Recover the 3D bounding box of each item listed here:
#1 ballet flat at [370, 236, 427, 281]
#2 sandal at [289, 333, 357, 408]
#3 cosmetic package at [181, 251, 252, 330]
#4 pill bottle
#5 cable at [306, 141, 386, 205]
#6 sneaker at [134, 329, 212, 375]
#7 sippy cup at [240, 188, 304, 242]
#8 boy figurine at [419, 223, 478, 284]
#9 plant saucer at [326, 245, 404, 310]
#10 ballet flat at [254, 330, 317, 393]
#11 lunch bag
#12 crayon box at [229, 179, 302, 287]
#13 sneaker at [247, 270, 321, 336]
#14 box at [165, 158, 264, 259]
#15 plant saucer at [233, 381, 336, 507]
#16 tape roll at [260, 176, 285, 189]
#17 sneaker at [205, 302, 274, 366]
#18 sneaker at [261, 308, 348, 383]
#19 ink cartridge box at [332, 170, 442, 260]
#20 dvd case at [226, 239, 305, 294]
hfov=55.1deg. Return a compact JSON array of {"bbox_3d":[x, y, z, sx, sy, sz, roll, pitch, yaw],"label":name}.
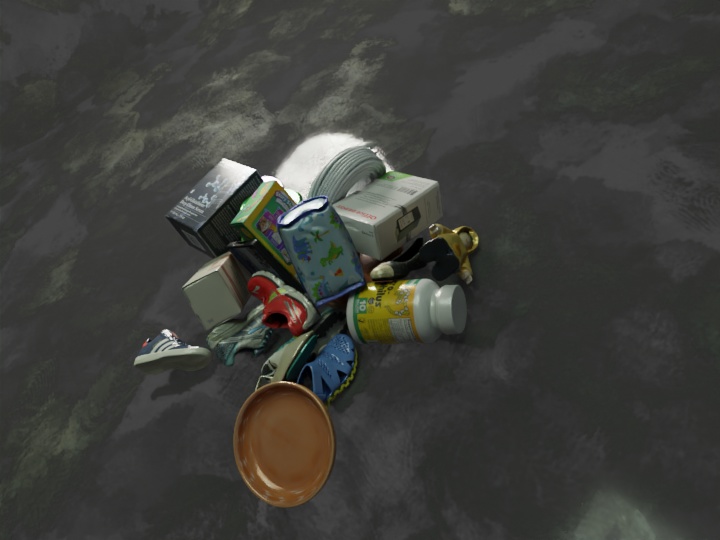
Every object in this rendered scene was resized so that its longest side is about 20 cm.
[{"bbox_3d":[0.072,-0.018,1.296,0.065,0.058,0.199,-2,12,30],"label":"ballet flat"},{"bbox_3d":[-0.073,0.193,1.235,0.079,0.088,0.201,5,52,36],"label":"sandal"},{"bbox_3d":[-0.289,0.034,1.441,0.086,0.104,0.200,-26,14,8],"label":"cosmetic package"},{"bbox_3d":[0.084,0.074,1.233,0.197,0.113,0.114,-4,48,28],"label":"pill bottle"},{"bbox_3d":[-0.030,-0.172,1.480,0.069,0.202,0.199,39,32,21],"label":"cable"},{"bbox_3d":[-0.392,0.163,1.461,0.197,0.075,0.086,-8,51,25],"label":"sneaker"},{"bbox_3d":[-0.187,-0.092,1.526,0.175,0.132,0.140,-18,34,-14],"label":"sippy cup"},{"bbox_3d":[0.173,-0.033,1.273,0.064,0.125,0.199,-35,-5,26],"label":"boy figurine"},{"bbox_3d":[0.000,0.000,1.415,0.197,0.032,0.202,-16,44,16],"label":"plant saucer"},{"bbox_3d":[-0.147,0.191,1.246,0.069,0.069,0.202,23,87,43],"label":"ballet flat"},{"bbox_3d":[-0.076,-0.045,1.299,0.126,0.172,0.200,-23,13,3],"label":"lunch bag"},{"bbox_3d":[-0.155,-0.070,1.406,0.058,0.200,0.120,-2,47,51],"label":"crayon box"},{"bbox_3d":[-0.165,0.065,1.321,0.199,0.078,0.085,24,62,43],"label":"sneaker"},{"bbox_3d":[-0.318,-0.142,1.587,0.147,0.108,0.200,22,64,43],"label":"box"},{"bbox_3d":[-0.123,0.288,1.152,0.197,0.037,0.204,-3,83,27],"label":"plant saucer"},{"bbox_3d":[-0.261,-0.135,1.675,0.197,0.066,0.202,-17,45,17],"label":"tape roll"},{"bbox_3d":[-0.208,0.127,1.403,0.198,0.078,0.087,-29,78,-18],"label":"sneaker"},{"bbox_3d":[-0.105,0.145,1.326,0.199,0.078,0.079,-38,23,-13],"label":"sneaker"},{"bbox_3d":[0.050,-0.118,1.414,0.144,0.085,0.199,21,44,42],"label":"ink cartridge box"},{"bbox_3d":[-0.196,-0.004,1.399,0.018,0.143,0.199,-47,18,-17],"label":"dvd case"}]
